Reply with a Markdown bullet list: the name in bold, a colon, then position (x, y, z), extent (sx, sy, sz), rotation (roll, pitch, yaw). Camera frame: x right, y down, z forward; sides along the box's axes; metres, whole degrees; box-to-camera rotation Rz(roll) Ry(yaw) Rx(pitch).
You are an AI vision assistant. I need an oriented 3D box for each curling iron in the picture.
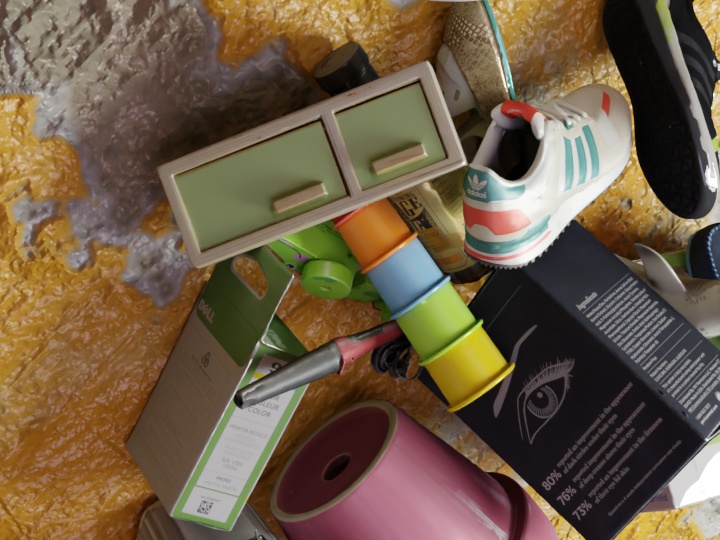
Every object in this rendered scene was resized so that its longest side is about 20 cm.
- **curling iron**: position (-0.015, 0.069, 1.109), extent (0.199, 0.025, 0.050), rotation (-14, 105, -50)

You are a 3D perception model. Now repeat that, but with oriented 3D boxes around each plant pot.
- **plant pot**: position (0.032, 0.209, 1.239), extent (0.200, 0.200, 0.179), rotation (-41, 110, -3)

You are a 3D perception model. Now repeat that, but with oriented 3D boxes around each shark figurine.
- **shark figurine**: position (0.220, -0.006, 1.225), extent (0.089, 0.214, 0.129), rotation (-31, 152, -47)

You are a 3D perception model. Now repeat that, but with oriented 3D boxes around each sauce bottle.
- **sauce bottle**: position (0.037, -0.079, 1.153), extent (0.066, 0.066, 0.200), rotation (-40, 112, -4)

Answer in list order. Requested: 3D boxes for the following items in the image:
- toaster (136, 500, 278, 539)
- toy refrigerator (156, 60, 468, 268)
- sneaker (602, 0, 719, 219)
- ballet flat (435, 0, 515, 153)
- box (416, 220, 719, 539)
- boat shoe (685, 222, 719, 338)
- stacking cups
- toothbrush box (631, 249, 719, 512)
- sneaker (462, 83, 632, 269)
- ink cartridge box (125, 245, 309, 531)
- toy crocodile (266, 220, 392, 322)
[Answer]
- **toaster**: position (-0.115, 0.260, 1.212), extent (0.113, 0.129, 0.201), rotation (-9, 119, -25)
- **toy refrigerator**: position (-0.032, -0.072, 1.071), extent (0.199, 0.070, 0.076), rotation (-20, 91, 6)
- **sneaker**: position (0.252, -0.139, 1.187), extent (0.082, 0.072, 0.202), rotation (-6, 76, -27)
- **ballet flat**: position (0.089, -0.116, 1.171), extent (0.065, 0.071, 0.201), rotation (-24, 121, -2)
- **box**: position (0.168, 0.082, 1.179), extent (0.104, 0.200, 0.148), rotation (-31, 162, -50)
- **boat shoe**: position (0.337, 0.046, 1.247), extent (0.084, 0.069, 0.201), rotation (-33, 90, -24)
- **stacking cups**: position (0.030, 0.006, 1.133), extent (0.060, 0.061, 0.201), rotation (-36, 88, -7)
- **toothbrush box**: position (0.275, 0.087, 1.299), extent (0.145, 0.086, 0.202), rotation (-12, 82, -22)
- **sneaker**: position (0.136, -0.092, 1.117), extent (0.200, 0.070, 0.094), rotation (-46, 140, -33)
- **ink cartridge box**: position (-0.093, 0.077, 1.148), extent (0.059, 0.104, 0.201), rotation (19, 104, -34)
- **toy crocodile**: position (0.000, 0.000, 1.188), extent (0.199, 0.062, 0.068), rotation (25, 60, -34)
